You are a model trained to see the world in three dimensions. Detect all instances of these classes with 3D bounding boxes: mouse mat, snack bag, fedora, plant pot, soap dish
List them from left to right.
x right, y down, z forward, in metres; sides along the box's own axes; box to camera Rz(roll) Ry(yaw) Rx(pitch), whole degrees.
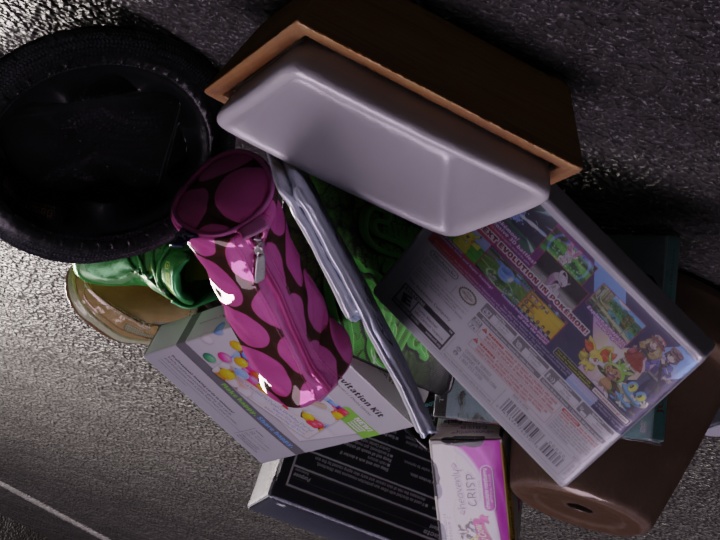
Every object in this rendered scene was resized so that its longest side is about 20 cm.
[{"bbox_3d":[-0.192,-0.102,1.302,0.200,0.201,0.092,31,-166,-35],"label":"fedora"},{"bbox_3d":[-0.013,0.002,1.256,0.201,0.021,0.189,62,-179,-20],"label":"snack bag"},{"bbox_3d":[0.010,-0.007,1.352,0.160,0.008,0.201,23,133,16],"label":"mouse mat"},{"bbox_3d":[0.021,-0.102,1.135,0.199,0.082,0.157,26,161,-18],"label":"soap dish"},{"bbox_3d":[0.189,0.102,1.419,0.198,0.176,0.200,18,163,6],"label":"plant pot"}]

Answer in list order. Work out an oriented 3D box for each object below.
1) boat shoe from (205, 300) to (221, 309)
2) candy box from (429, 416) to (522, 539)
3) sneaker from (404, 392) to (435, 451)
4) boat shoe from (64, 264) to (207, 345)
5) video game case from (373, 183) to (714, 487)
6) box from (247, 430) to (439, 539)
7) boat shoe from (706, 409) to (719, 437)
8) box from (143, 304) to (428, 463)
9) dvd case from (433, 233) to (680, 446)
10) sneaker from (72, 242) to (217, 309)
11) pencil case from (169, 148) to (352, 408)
[{"bbox_3d":[-0.038,0.025,1.615,0.198,0.075,0.073,12,151,-10],"label":"boat shoe"},{"bbox_3d":[0.101,0.140,1.509,0.060,0.201,0.138,-2,119,11],"label":"candy box"},{"bbox_3d":[0.054,0.077,1.565,0.075,0.080,0.201,-20,143,-10],"label":"sneaker"},{"bbox_3d":[-0.174,0.033,1.673,0.076,0.072,0.199,-18,150,40],"label":"boat shoe"},{"bbox_3d":[0.121,0.032,1.273,0.200,0.023,0.182,46,136,7],"label":"video game case"},{"bbox_3d":[0.023,0.158,1.713,0.198,0.200,0.123,22,162,-8],"label":"box"},{"bbox_3d":[0.331,0.102,1.467,0.066,0.074,0.200,8,176,-18],"label":"boat shoe"},{"bbox_3d":[-0.064,0.086,1.536,0.199,0.041,0.156,-19,126,44],"label":"box"},{"bbox_3d":[0.140,0.045,1.351,0.199,0.148,0.022,3,177,43],"label":"dvd case"},{"bbox_3d":[-0.156,-0.013,1.539,0.198,0.084,0.075,-1,113,19],"label":"sneaker"},{"bbox_3d":[-0.066,0.014,1.318,0.093,0.091,0.201,34,159,42],"label":"pencil case"}]
